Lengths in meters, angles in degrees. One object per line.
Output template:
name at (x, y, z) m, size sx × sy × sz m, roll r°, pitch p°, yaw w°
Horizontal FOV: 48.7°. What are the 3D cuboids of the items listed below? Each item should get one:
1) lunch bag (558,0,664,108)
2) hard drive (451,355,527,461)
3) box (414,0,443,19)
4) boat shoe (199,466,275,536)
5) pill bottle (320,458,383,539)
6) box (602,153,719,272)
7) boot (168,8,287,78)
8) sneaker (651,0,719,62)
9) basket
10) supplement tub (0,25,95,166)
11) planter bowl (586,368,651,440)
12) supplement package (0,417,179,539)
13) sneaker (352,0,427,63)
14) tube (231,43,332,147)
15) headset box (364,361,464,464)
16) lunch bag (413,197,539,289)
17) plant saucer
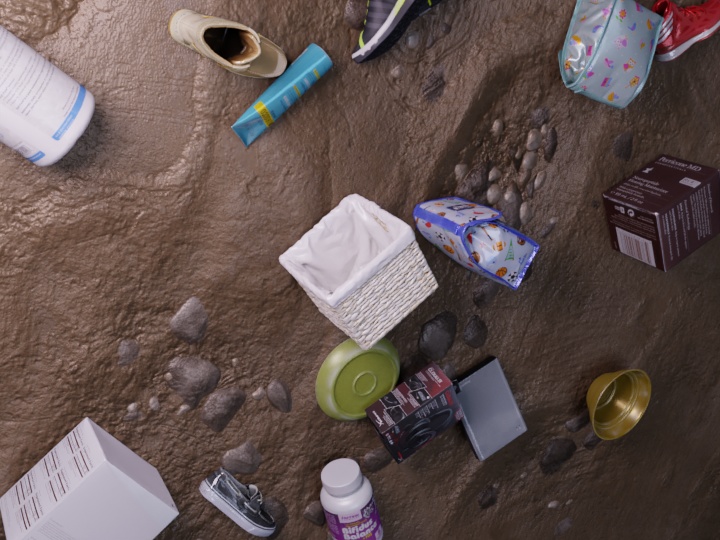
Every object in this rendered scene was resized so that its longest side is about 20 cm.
lunch bag at (0.495, -0.438, 1.598) m, size 0.170 × 0.122 × 0.200 m, roll 12°, pitch 98°, yaw -35°
hard drive at (0.286, 0.313, 1.814) m, size 0.139 × 0.033 × 0.200 m, roll -30°, pitch 106°, yaw -16°
box at (0.088, -0.544, 1.352) m, size 0.160 × 0.044 × 0.200 m, roll -37°, pitch 125°, yaw -13°
boat shoe at (-0.226, 0.458, 1.573) m, size 0.071 × 0.072 × 0.200 m, roll -45°, pitch 124°, yaw -2°
pill bottle at (-0.022, 0.501, 1.691) m, size 0.112 × 0.112 × 0.200 m, roll -25°, pitch 121°, yaw -20°
box at (0.692, -0.134, 1.817) m, size 0.200 × 0.166 × 0.164 m, roll -33°, pitch 123°, yaw -16°
boot at (-0.177, -0.335, 1.211) m, size 0.200 × 0.155 × 0.073 m, roll 18°, pitch 100°, yaw -36°
sneaker at (0.698, -0.547, 1.701) m, size 0.200 × 0.078 × 0.116 m, roll -42°, pitch 127°, yaw -10°
basket at (0.000, 0.000, 1.441) m, size 0.200 × 0.198 × 0.161 m, roll -42°, pitch 130°, yaw -10°
supplement tub at (-0.480, -0.246, 1.083) m, size 0.200 × 0.132 × 0.132 m, roll 39°, pitch 88°, yaw -37°
planter bowl at (0.639, 0.324, 2.033) m, size 0.200 × 0.083 × 0.201 m, roll -13°, pitch 117°, yaw -27°
supplement package at (-0.462, 0.402, 1.360) m, size 0.200 × 0.147 × 0.191 m, roll -44°, pitch 126°, yaw -8°
sneaker at (0.042, -0.437, 1.335) m, size 0.200 × 0.083 × 0.072 m, roll -43°, pitch 172°, yaw 37°
tube at (-0.133, -0.291, 1.323) m, size 0.200 × 0.050 × 0.077 m, roll -46°, pitch 156°, yaw -5°
headset box at (0.125, 0.297, 1.686) m, size 0.200 × 0.077 × 0.149 m, roll -33°, pitch 139°, yaw -9°
lunch bag at (0.219, -0.068, 1.557) m, size 0.200 × 0.170 × 0.124 m, roll 24°, pitch 94°, yaw -35°
plant saucer at (0.003, 0.227, 1.640) m, size 0.200 × 0.031 × 0.200 m, roll -13°, pitch 116°, yaw -27°
